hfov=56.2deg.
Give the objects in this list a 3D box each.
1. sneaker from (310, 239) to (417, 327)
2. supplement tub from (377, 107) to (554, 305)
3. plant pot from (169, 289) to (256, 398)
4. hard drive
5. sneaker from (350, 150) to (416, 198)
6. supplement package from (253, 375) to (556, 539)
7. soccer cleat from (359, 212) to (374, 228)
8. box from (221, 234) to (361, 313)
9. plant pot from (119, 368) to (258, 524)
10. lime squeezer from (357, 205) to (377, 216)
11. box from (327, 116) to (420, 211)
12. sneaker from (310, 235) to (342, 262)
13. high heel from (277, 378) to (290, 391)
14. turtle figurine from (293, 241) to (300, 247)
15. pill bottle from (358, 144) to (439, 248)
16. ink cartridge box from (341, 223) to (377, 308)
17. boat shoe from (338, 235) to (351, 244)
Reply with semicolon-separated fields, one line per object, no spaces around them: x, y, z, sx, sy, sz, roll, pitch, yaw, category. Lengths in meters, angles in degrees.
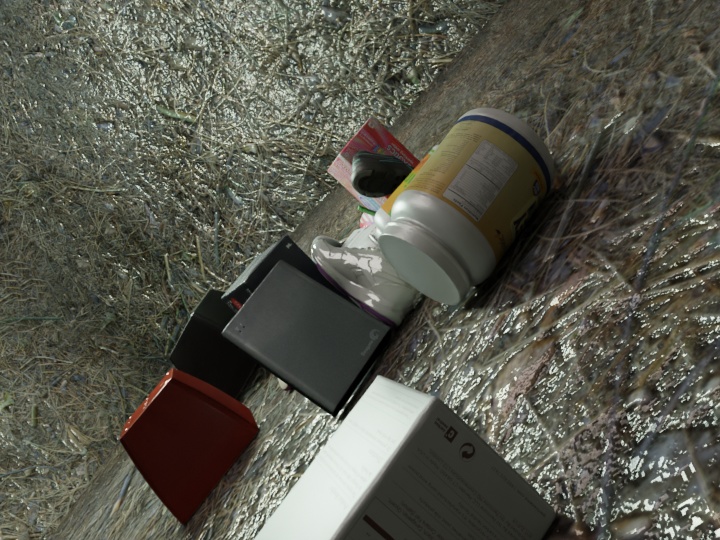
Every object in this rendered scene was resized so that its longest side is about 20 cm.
0.009;-0.001;0.986;0.100;0.199;0.075;-52;-33;-3;sneaker
0.125;-0.075;0.804;0.201;0.144;0.144;-51;12;-15;supplement tub
-0.313;0.162;1.527;0.202;0.175;0.200;-56;8;22;plant pot
-0.074;0.089;0.932;0.140;0.198;0.033;-52;-21;-21;hard drive
0.076;-0.157;1.134;0.080;0.196;0.076;-100;31;-47;sneaker
0.008;0.190;0.440;0.201;0.117;0.117;-50;12;-12;supplement package
0.038;-0.093;1.417;0.077;0.067;0.199;-54;15;-20;soccer cleat
-0.108;0.064;1.096;0.105;0.200;0.182;-50;10;-23;box
-0.322;0.293;1.221;0.201;0.176;0.199;-50;11;-10;plant pot
0.097;-0.095;1.115;0.195;0.071;0.038;-12;45;5;lime squeezer
0.050;-0.161;1.222;0.103;0.199;0.095;-51;7;-20;box
-0.070;-0.024;1.336;0.071;0.080;0.200;-53;-20;-7;sneaker
-0.096;0.139;1.249;0.067;0.095;0.203;-28;43;36;high heel
-0.144;0.029;1.422;0.202;0.100;0.149;-60;13;-24;turtle figurine
0.091;-0.082;1.041;0.200;0.111;0.111;-48;11;4;pill bottle
0.000;0.000;1.186;0.147;0.086;0.200;-51;12;-11;ink cartridge box
-0.033;-0.033;1.461;0.199;0.076;0.072;-35;14;45;boat shoe
